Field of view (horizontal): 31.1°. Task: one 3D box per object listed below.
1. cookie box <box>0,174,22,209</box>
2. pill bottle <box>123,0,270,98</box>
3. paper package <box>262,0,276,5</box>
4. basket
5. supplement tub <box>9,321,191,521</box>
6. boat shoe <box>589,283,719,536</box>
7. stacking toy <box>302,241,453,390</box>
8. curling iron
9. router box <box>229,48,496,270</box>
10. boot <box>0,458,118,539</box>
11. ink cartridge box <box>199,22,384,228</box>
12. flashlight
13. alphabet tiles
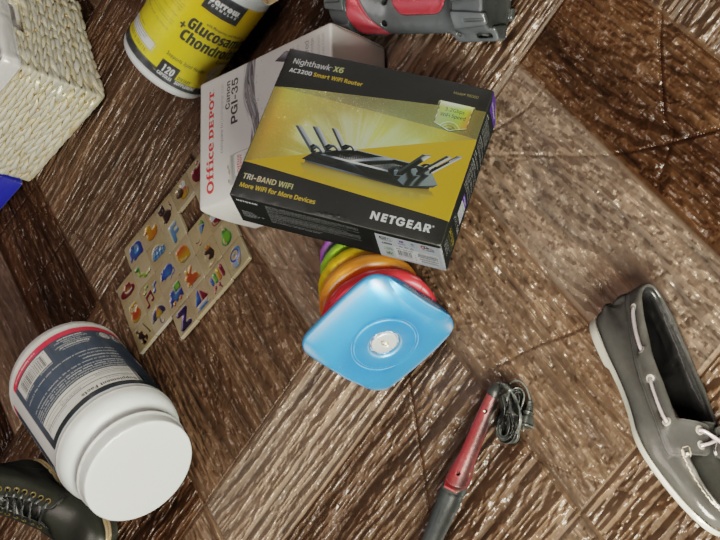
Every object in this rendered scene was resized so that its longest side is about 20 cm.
[{"bbox_3d":[-0.584,-0.116,1.728,0.171,0.199,0.076,-40,52,29],"label":"cookie box"},{"bbox_3d":[-0.165,-0.296,1.420,0.200,0.111,0.113,-49,50,25],"label":"pill bottle"},{"bbox_3d":[-0.064,-0.394,1.286,0.199,0.104,0.191,-33,56,-6],"label":"paper package"},{"bbox_3d":[-0.457,-0.257,1.667,0.200,0.160,0.200,-42,53,30],"label":"basket"},{"bbox_3d":[-0.280,0.159,1.388,0.200,0.140,0.141,41,107,43],"label":"supplement tub"},{"bbox_3d":[0.230,0.096,0.949,0.057,0.066,0.201,-48,46,30],"label":"boat shoe"},{"bbox_3d":[0.000,0.000,1.197,0.110,0.116,0.201,-43,38,21],"label":"stacking toy"},{"bbox_3d":[0.088,0.181,1.095,0.050,0.025,0.201,43,110,46],"label":"curling iron"},{"bbox_3d":[0.005,-0.101,1.144,0.198,0.052,0.159,13,68,16],"label":"router box"},{"bbox_3d":[-0.375,0.270,1.454,0.199,0.138,0.078,20,93,45],"label":"boot"},{"bbox_3d":[-0.071,-0.140,1.303,0.199,0.082,0.148,-17,68,41],"label":"ink cartridge box"},{"bbox_3d":[0.054,-0.256,1.224,0.199,0.068,0.068,7,66,45],"label":"flashlight"},{"bbox_3d":[-0.207,-0.007,1.457,0.200,0.008,0.168,-48,50,26],"label":"alphabet tiles"}]
